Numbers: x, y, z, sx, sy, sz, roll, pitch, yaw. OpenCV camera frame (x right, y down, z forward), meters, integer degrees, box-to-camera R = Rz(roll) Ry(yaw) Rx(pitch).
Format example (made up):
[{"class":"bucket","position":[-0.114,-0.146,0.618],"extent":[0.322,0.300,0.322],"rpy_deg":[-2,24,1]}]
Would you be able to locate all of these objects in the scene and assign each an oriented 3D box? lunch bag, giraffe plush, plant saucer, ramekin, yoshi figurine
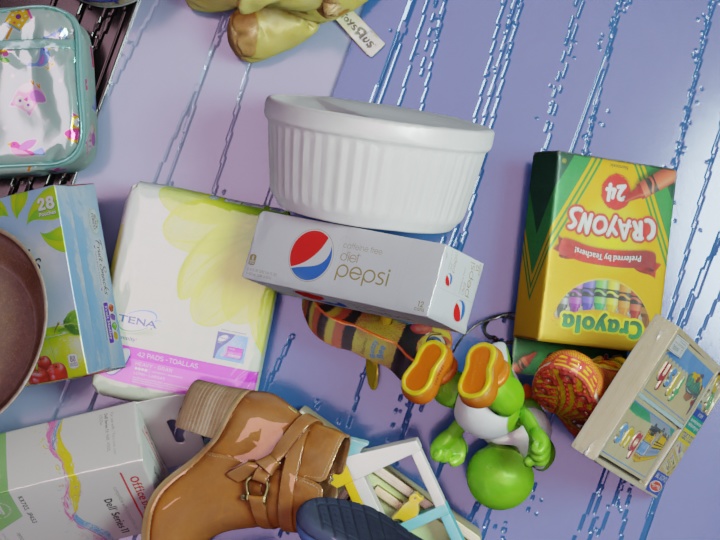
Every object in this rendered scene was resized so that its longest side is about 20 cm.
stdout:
[{"class":"lunch bag","position":[-0.344,-0.164,1.532],"extent":[0.199,0.077,0.161],"rpy_deg":[-3,89,2]},{"class":"giraffe plush","position":[-0.063,-0.267,1.483],"extent":[0.199,0.162,0.173],"rpy_deg":[30,90,3]},{"class":"plant saucer","position":[-0.348,0.057,1.427],"extent":[0.199,0.037,0.201],"rpy_deg":[-7,68,18]},{"class":"ramekin","position":[0.010,-0.093,1.467],"extent":[0.201,0.202,0.095],"rpy_deg":[10,99,2]},{"class":"yoshi figurine","position":[0.112,0.145,1.457],"extent":[0.112,0.200,0.113],"rpy_deg":[-34,49,8]}]

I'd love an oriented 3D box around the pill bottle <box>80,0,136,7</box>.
[{"class":"pill bottle","position":[-0.236,-0.306,1.471],"extent":[0.119,0.200,0.120],"rpy_deg":[0,89,2]}]

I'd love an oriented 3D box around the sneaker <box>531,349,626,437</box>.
[{"class":"sneaker","position":[0.201,0.100,1.462],"extent":[0.073,0.200,0.077],"rpy_deg":[22,78,25]}]

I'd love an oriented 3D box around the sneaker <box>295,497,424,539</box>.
[{"class":"sneaker","position":[0.022,0.260,1.409],"extent":[0.200,0.074,0.082],"rpy_deg":[32,112,-18]}]

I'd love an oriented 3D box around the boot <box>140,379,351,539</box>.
[{"class":"boot","position":[-0.100,0.205,1.451],"extent":[0.154,0.074,0.201],"rpy_deg":[17,98,18]}]

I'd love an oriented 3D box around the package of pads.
[{"class":"package of pads","position":[-0.156,0.028,1.528],"extent":[0.154,0.068,0.201],"rpy_deg":[12,89,1]}]

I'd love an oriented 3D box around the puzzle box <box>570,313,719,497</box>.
[{"class":"puzzle box","position":[0.256,0.122,1.454],"extent":[0.025,0.200,0.133],"rpy_deg":[33,91,30]}]

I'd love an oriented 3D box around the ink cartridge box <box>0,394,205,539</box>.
[{"class":"ink cartridge box","position":[-0.238,0.187,1.497],"extent":[0.199,0.117,0.068],"rpy_deg":[-14,50,2]}]

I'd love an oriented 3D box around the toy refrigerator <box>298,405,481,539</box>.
[{"class":"toy refrigerator","position":[0.007,0.211,1.518],"extent":[0.200,0.070,0.076],"rpy_deg":[36,90,3]}]

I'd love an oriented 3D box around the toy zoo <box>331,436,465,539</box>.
[{"class":"toy zoo","position":[0.020,0.236,1.475],"extent":[0.131,0.020,0.201],"rpy_deg":[-25,91,8]}]

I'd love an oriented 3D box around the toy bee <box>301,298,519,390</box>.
[{"class":"toy bee","position":[0.040,0.058,1.491],"extent":[0.199,0.109,0.131],"rpy_deg":[-1,133,15]}]

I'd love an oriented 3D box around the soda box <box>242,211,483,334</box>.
[{"class":"soda box","position":[0.000,0.000,1.428],"extent":[0.199,0.068,0.064],"rpy_deg":[11,82,35]}]

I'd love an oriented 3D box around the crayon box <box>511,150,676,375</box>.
[{"class":"crayon box","position":[0.209,0.000,1.504],"extent":[0.126,0.051,0.201],"rpy_deg":[6,90,-23]}]

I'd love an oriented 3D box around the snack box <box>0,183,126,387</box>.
[{"class":"snack box","position":[-0.319,0.022,1.498],"extent":[0.199,0.068,0.170],"rpy_deg":[-10,89,26]}]
